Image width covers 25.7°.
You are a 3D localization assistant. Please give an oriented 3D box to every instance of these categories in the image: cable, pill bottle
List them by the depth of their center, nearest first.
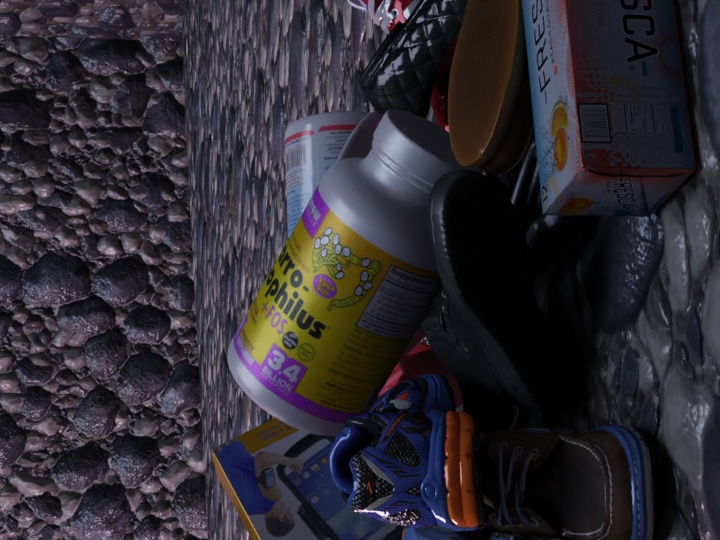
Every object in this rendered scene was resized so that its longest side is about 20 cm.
[{"bbox_3d":[0.095,-0.071,1.011,0.200,0.050,0.165,112,156,-63],"label":"cable"},{"bbox_3d":[0.000,0.000,1.020,0.201,0.103,0.105,-60,22,19],"label":"pill bottle"},{"bbox_3d":[-0.012,-0.032,1.399,0.109,0.107,0.203,143,126,-76],"label":"pill bottle"}]

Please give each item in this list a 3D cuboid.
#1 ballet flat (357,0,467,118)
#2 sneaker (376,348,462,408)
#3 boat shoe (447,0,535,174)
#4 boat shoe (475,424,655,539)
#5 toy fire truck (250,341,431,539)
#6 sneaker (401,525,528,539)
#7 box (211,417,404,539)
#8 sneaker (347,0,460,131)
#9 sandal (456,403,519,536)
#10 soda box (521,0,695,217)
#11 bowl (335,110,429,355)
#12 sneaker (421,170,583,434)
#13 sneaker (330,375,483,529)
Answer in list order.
[{"bbox_3d":[0.071,-0.174,1.032,0.200,0.057,0.067,-47,11,36],"label":"ballet flat"},{"bbox_3d":[0.045,0.104,1.170,0.201,0.085,0.075,108,160,-58],"label":"sneaker"},{"bbox_3d":[0.097,-0.148,0.908,0.070,0.070,0.203,-20,58,57],"label":"boat shoe"},{"bbox_3d":[0.106,0.125,0.893,0.200,0.071,0.073,154,116,-77],"label":"boat shoe"},{"bbox_3d":[-0.009,0.146,1.224,0.141,0.048,0.202,10,-78,-66],"label":"toy fire truck"},{"bbox_3d":[0.084,0.195,0.911,0.199,0.075,0.080,-11,63,65],"label":"sneaker"},{"bbox_3d":[-0.005,0.176,1.042,0.201,0.118,0.042,55,163,35],"label":"box"},{"bbox_3d":[0.035,-0.171,1.124,0.071,0.111,0.203,62,-153,-74],"label":"sneaker"},{"bbox_3d":[0.069,0.162,1.107,0.050,0.082,0.204,51,149,29],"label":"sandal"},{"bbox_3d":[0.125,-0.132,0.830,0.068,0.063,0.203,122,147,-68],"label":"soda box"},{"bbox_3d":[0.028,-0.008,1.162,0.201,0.089,0.204,16,-90,-78],"label":"bowl"},{"bbox_3d":[0.068,0.023,0.950,0.104,0.060,0.201,15,141,55],"label":"sneaker"},{"bbox_3d":[0.019,0.103,0.925,0.200,0.077,0.077,-178,87,-84],"label":"sneaker"}]
